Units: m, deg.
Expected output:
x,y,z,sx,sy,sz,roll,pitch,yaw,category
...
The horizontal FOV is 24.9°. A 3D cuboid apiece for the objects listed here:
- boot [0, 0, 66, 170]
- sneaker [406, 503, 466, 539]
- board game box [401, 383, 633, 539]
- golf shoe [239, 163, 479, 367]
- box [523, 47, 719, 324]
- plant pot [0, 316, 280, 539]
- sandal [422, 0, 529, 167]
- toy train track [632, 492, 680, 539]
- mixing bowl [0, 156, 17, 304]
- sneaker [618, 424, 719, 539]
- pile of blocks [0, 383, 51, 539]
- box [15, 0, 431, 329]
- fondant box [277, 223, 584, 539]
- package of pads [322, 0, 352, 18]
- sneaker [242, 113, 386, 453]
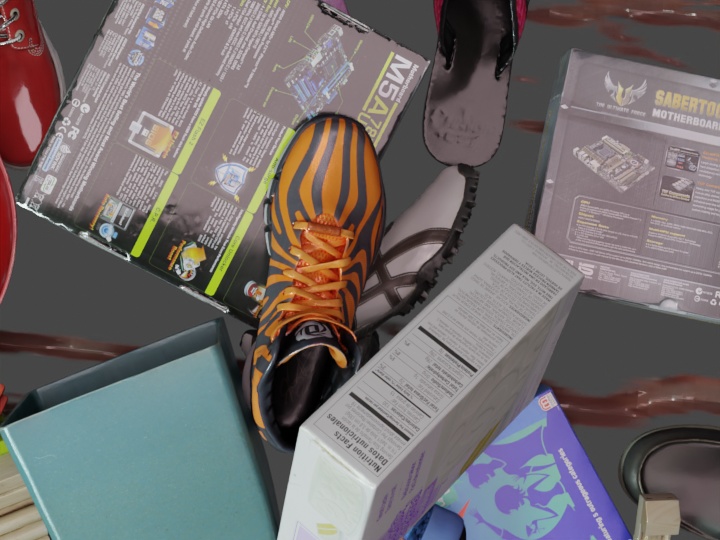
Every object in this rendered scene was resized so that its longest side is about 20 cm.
x,y,z,sx,sy,sz,roll,pitch,yaw,category
-0.241,-0.164,1.035,0.072,0.144,0.202,-15,90,-4,boot
0.044,0.249,1.028,0.077,0.070,0.202,17,96,-3,sneaker
0.074,0.191,1.083,0.199,0.045,0.153,-30,90,-2,board game box
0.000,0.000,1.071,0.094,0.078,0.201,36,87,0,golf shoe
0.216,-0.050,1.092,0.198,0.048,0.160,11,87,-2,box
-0.119,0.155,1.035,0.140,0.141,0.201,-20,96,-2,plant pot
0.080,-0.169,1.093,0.074,0.045,0.202,5,88,-1,sandal
0.183,0.242,1.057,0.114,0.033,0.202,0,108,-14,toy train track
-0.310,-0.023,1.046,0.198,0.108,0.202,0,88,-3,mixing bowl
0.271,0.151,1.059,0.198,0.106,0.075,16,88,-1,sneaker
-0.231,0.146,1.067,0.062,0.082,0.202,-19,99,-17,pile of blocks
-0.085,-0.087,1.013,0.192,0.048,0.201,26,95,-8,box
0.040,0.084,0.966,0.058,0.145,0.200,38,57,18,fondant box
-0.073,-0.168,1.074,0.120,0.076,0.201,-26,89,1,package of pads
-0.021,0.012,0.951,0.077,0.112,0.202,7,99,-9,sneaker
